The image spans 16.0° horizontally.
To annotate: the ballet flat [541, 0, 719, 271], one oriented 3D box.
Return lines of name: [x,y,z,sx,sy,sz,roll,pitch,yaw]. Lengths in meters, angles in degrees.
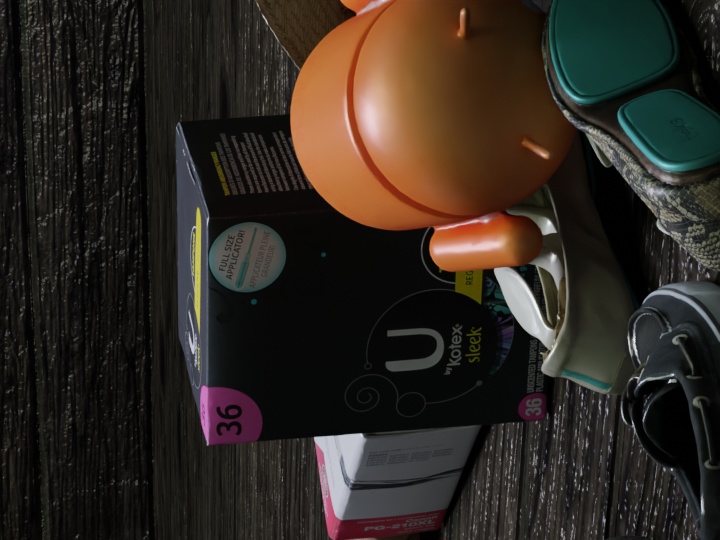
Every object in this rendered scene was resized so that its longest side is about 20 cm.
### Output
ballet flat: [0.129,-0.061,1.140,0.200,0.068,0.075,-114,6,-56]

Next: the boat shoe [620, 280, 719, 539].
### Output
boat shoe: [0.144,0.058,1.097,0.200,0.056,0.069,-119,26,-66]

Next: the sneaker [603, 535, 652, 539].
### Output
sneaker: [0.129,0.207,1.241,0.080,0.070,0.201,-112,12,-45]

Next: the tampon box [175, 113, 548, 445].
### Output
tampon box: [0.000,0.000,1.470,0.126,0.199,0.150,-112,20,-59]

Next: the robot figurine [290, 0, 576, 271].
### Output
robot figurine: [0.037,-0.078,1.255,0.200,0.116,0.144,170,112,-72]

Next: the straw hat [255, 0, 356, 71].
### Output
straw hat: [0.028,-0.175,1.539,0.085,0.201,0.202,-30,56,35]

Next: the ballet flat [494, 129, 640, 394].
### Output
ballet flat: [0.096,-0.019,1.308,0.070,0.069,0.200,96,166,-45]

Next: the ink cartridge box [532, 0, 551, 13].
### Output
ink cartridge box: [0.052,-0.228,1.418,0.176,0.084,0.201,-160,66,-80]

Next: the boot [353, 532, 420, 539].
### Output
boot: [0.000,0.147,1.897,0.155,0.073,0.201,96,168,-62]

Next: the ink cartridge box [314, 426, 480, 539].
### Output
ink cartridge box: [0.019,0.078,1.720,0.200,0.084,0.145,105,158,-64]
